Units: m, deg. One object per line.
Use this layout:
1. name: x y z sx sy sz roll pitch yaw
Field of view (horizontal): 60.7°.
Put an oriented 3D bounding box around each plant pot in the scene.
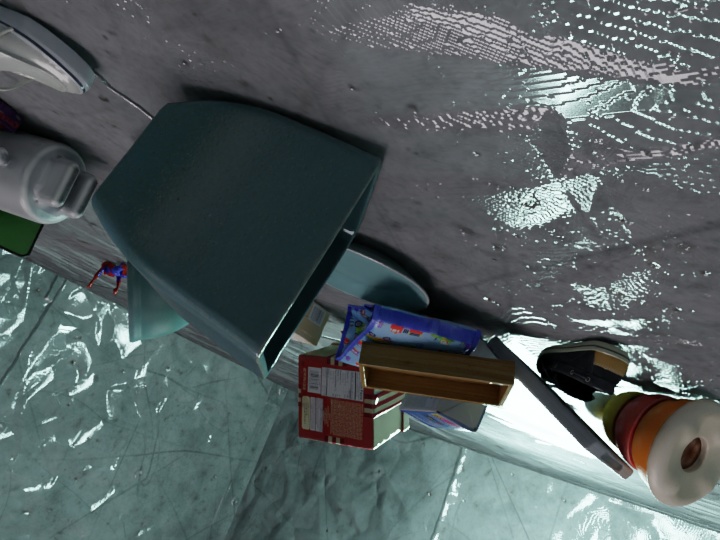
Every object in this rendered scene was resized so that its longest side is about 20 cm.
1. plant pot: -0.123 -0.040 0.574 0.200 0.197 0.196 31 164 1
2. plant pot: -0.342 0.025 1.092 0.134 0.201 0.200 -1 171 -20

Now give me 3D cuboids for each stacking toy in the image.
1. stacking toy: 0.385 0.214 0.852 0.146 0.146 0.200 32 178 -28

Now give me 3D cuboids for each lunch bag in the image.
1. lunch bag: 0.065 0.095 0.867 0.150 0.094 0.200 16 164 -12

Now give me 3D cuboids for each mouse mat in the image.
1. mouse mat: -0.535 -0.119 0.899 0.161 0.200 0.008 34 122 -31

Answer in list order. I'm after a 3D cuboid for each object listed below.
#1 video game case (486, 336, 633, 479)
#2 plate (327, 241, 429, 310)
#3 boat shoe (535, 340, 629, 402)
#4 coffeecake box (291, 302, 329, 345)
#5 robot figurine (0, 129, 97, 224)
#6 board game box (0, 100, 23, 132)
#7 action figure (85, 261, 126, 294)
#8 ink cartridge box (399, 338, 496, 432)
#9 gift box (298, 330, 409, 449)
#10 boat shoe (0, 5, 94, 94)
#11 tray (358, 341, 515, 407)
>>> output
1. video game case: 0.275 0.191 0.853 0.182 0.022 0.200 39 -172 -45
2. plate: 0.000 0.000 0.811 0.200 0.026 0.200 21 163 7
3. boat shoe: 0.280 0.137 0.807 0.074 0.062 0.200 23 166 -2
4. coffeecake box: -0.186 0.067 1.177 0.200 0.073 0.153 9 160 37
5. robot figurine: -0.464 -0.133 0.847 0.200 0.113 0.170 18 164 16
6. board game box: -0.550 -0.235 0.794 0.200 0.032 0.120 14 166 25
7. action figure: -0.656 0.025 1.632 0.200 0.099 0.065 7 157 49
8. ink cartridge box: 0.140 0.182 1.000 0.076 0.137 0.200 31 163 -10
9. gift box: -0.016 0.220 1.179 0.200 0.185 0.187 7 -175 28
10. boat shoe: -0.347 -0.196 0.542 0.202 0.086 0.075 28 163 -18
11. tray: 0.100 0.141 0.835 0.199 0.037 0.099 6 151 6
